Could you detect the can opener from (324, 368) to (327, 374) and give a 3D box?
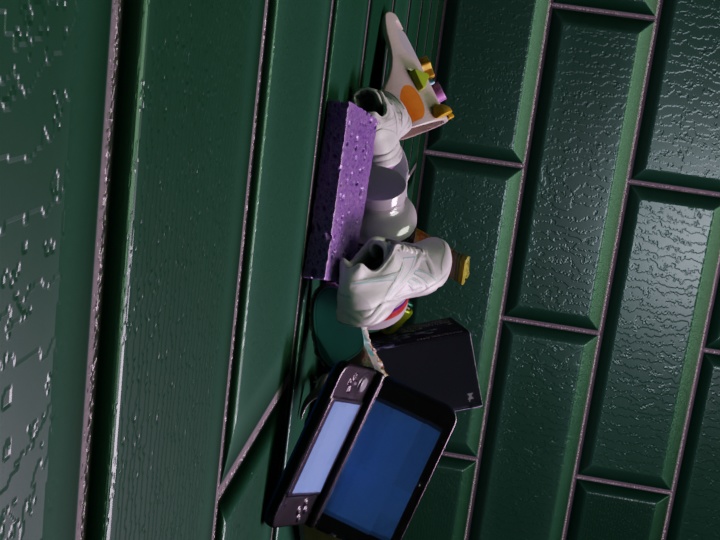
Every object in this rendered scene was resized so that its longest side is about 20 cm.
[{"bbox_3d":[-0.026,0.146,1.530,0.067,0.053,0.202,-99,-168,-54],"label":"can opener"}]

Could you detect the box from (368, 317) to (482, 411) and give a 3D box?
[{"bbox_3d":[0.082,0.142,1.557,0.200,0.146,0.109,-133,-148,-85],"label":"box"}]

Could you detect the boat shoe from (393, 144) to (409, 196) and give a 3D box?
[{"bbox_3d":[0.045,-0.108,1.716,0.086,0.074,0.205,145,-66,-78],"label":"boat shoe"}]

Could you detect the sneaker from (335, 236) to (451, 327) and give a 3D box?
[{"bbox_3d":[0.045,-0.006,1.285,0.200,0.070,0.081,-31,125,-44],"label":"sneaker"}]

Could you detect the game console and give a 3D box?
[{"bbox_3d":[0.004,0.222,1.237,0.202,0.117,0.170,-65,159,0],"label":"game console"}]

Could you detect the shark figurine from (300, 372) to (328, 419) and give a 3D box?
[{"bbox_3d":[-0.026,0.177,1.450,0.215,0.088,0.130,93,6,-59],"label":"shark figurine"}]

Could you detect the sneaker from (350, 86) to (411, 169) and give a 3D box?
[{"bbox_3d":[0.025,-0.211,1.438,0.201,0.074,0.101,-87,165,-60],"label":"sneaker"}]

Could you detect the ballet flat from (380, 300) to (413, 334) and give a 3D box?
[{"bbox_3d":[0.033,0.043,1.642,0.068,0.066,0.200,-61,-164,12],"label":"ballet flat"}]

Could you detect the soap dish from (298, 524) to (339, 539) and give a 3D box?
[{"bbox_3d":[-0.015,0.323,1.516,0.158,0.081,0.201,-48,161,-24],"label":"soap dish"}]

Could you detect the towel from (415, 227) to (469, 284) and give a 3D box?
[{"bbox_3d":[0.062,-0.051,1.461,0.018,0.199,0.086,-54,166,-17],"label":"towel"}]

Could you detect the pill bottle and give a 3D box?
[{"bbox_3d":[0.014,-0.029,1.393,0.113,0.111,0.202,-75,172,-51],"label":"pill bottle"}]

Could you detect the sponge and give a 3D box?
[{"bbox_3d":[-0.022,-0.088,1.253,0.111,0.029,0.203,5,94,-72],"label":"sponge"}]

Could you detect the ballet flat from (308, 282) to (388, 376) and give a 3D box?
[{"bbox_3d":[-0.011,0.110,1.318,0.064,0.075,0.202,-126,-165,-86],"label":"ballet flat"}]

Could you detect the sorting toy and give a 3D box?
[{"bbox_3d":[0.070,-0.309,1.695,0.200,0.106,0.182,-35,108,-82],"label":"sorting toy"}]
